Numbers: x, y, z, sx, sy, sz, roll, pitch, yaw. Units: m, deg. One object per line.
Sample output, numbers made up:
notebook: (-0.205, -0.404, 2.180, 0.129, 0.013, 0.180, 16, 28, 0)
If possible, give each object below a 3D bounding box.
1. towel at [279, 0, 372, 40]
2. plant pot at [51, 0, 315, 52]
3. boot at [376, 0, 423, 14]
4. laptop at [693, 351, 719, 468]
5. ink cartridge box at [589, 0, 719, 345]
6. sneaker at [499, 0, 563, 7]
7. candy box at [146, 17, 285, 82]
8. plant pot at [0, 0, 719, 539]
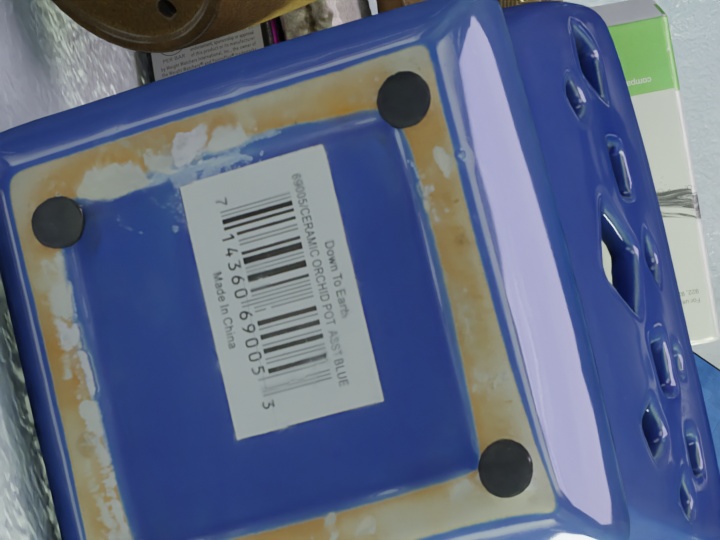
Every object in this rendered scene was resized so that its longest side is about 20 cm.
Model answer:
towel: (-0.002, -0.063, 1.075, 0.133, 0.034, 0.202, -4, 81, -84)
plant pot: (-0.041, -0.172, 0.904, 0.200, 0.185, 0.187, -52, 133, -41)
boot: (0.054, -0.067, 1.129, 0.201, 0.066, 0.176, -98, 171, -49)
laptop: (0.127, 0.048, 1.233, 0.188, 0.115, 0.201, -53, 141, -43)
ink cartridge box: (0.162, -0.059, 1.483, 0.146, 0.083, 0.202, -73, 153, -79)
sneaker: (0.032, -0.129, 1.379, 0.071, 0.200, 0.113, 37, 20, -26)
candy box: (-0.064, -0.139, 1.112, 0.137, 0.061, 0.201, 63, 15, -62)
plant pot: (-0.004, 0.022, 0.770, 0.180, 0.199, 0.202, 13, 63, -74)
